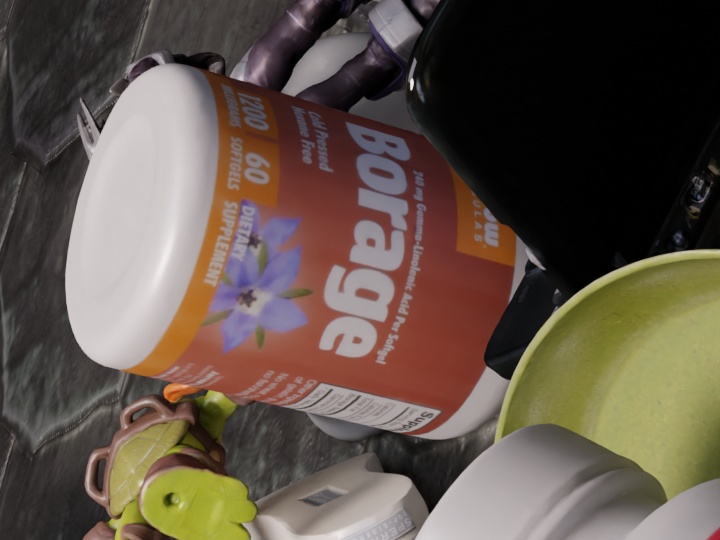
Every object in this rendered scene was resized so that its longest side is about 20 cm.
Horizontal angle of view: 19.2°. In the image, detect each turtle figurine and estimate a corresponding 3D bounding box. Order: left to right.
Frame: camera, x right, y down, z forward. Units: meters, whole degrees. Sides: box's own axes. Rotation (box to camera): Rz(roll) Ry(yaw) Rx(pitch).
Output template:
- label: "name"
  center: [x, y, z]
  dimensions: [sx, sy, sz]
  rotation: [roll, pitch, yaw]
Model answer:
- label: "turtle figurine"
  center: [-0.070, 0.079, 0.862]
  dimensions: [0.200, 0.064, 0.161]
  rotation: [-45, 11, 9]

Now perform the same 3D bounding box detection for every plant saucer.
- label: "plant saucer"
  center: [0.124, 0.085, 0.593]
  dimensions: [0.199, 0.031, 0.201]
  rotation: [20, 121, 36]

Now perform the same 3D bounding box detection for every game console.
- label: "game console"
  center: [0.078, -0.084, 0.683]
  dimensions: [0.201, 0.116, 0.176]
  rotation: [-59, 9, -17]

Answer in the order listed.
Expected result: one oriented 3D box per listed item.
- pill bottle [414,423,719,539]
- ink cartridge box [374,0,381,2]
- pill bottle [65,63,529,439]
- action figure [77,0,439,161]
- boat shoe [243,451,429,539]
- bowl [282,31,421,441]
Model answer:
- label: "pill bottle"
  center: [0.106, 0.120, 0.517]
  dimensions: [0.199, 0.119, 0.120]
  rotation: [28, 104, 32]
- label: "ink cartridge box"
  center: [0.022, -0.203, 0.888]
  dimensions: [0.200, 0.173, 0.044]
  rotation: [-54, 32, 38]
- label: "pill bottle"
  center: [0.000, 0.000, 0.797]
  dimensions: [0.112, 0.199, 0.113]
  rotation: [-39, 44, 52]
- label: "action figure"
  center: [-0.038, -0.065, 0.900]
  dimensions: [0.200, 0.069, 0.130]
  rotation: [-41, 75, 7]
- label: "boat shoe"
  center: [-0.001, 0.120, 0.893]
  dimensions: [0.069, 0.072, 0.200]
  rotation: [67, 164, -3]
- label: "bowl"
  center: [-0.024, -0.027, 0.989]
  dimensions: [0.201, 0.090, 0.202]
  rotation: [-41, 42, 51]
